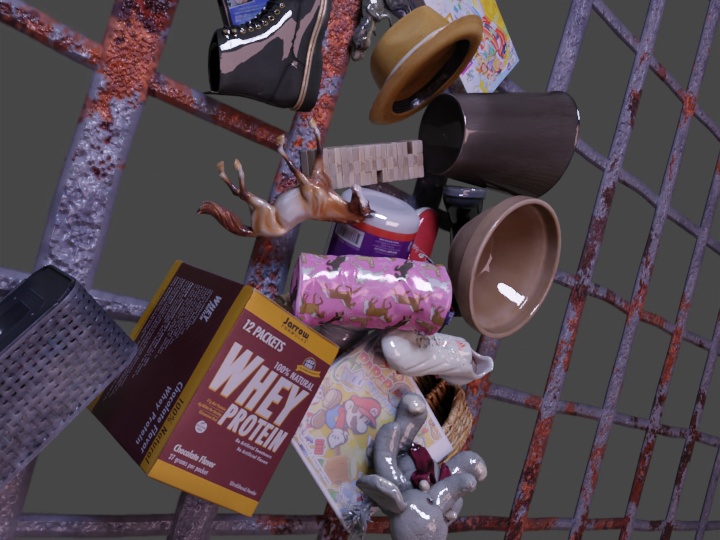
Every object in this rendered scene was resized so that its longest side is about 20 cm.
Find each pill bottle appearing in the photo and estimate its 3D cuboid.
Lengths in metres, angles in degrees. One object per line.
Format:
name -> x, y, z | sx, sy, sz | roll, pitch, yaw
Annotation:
pill bottle -> 0.000, 0.000, 0.867 | 0.111, 0.112, 0.203 | 1, 117, -39

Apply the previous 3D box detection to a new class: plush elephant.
plush elephant -> 0.074, 0.274, 0.784 | 0.199, 0.155, 0.166 | -40, 104, -13

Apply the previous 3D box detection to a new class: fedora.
fedora -> 0.074, -0.287, 0.879 | 0.199, 0.201, 0.082 | -31, 80, -31

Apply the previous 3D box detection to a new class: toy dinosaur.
toy dinosaur -> 0.037, -0.383, 0.889 | 0.087, 0.047, 0.204 | 10, 89, -33

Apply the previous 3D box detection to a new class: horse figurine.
horse figurine -> -0.095, -0.090, 0.784 | 0.197, 0.050, 0.134 | -22, 114, 12

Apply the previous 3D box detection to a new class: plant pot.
plant pot -> 0.190, -0.014, 0.922 | 0.199, 0.092, 0.204 | -19, 121, -34

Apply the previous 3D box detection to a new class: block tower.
block tower -> 0.006, -0.148, 0.900 | 0.198, 0.054, 0.059 | -16, 107, -37

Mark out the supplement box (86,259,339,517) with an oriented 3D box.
supplement box -> -0.166, 0.119, 0.713 | 0.132, 0.199, 0.199 | 39, 74, -36

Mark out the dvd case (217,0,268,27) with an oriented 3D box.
dvd case -> -0.121, -0.379, 0.775 | 0.142, 0.017, 0.203 | -27, 115, -32

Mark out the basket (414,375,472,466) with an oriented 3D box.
basket -> 0.063, 0.216, 0.957 | 0.199, 0.142, 0.151 | -37, 120, -29

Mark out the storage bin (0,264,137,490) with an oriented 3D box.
storage bin -> -0.331, 0.101, 0.614 | 0.200, 0.134, 0.094 | -48, 124, -22

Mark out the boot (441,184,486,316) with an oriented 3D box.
boot -> 0.154, -0.026, 1.003 | 0.164, 0.065, 0.204 | -11, 110, -69

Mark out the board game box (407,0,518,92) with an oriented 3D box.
board game box -> 0.164, -0.369, 1.001 | 0.135, 0.034, 0.201 | -50, 125, -21

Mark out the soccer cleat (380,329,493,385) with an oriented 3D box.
soccer cleat -> 0.102, 0.109, 0.855 | 0.199, 0.077, 0.070 | 25, 52, -46

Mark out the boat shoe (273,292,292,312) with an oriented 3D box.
boat shoe -> -0.126, 0.126, 0.837 | 0.075, 0.071, 0.204 | 11, 91, -28

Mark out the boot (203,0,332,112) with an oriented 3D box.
boot -> -0.109, -0.293, 0.746 | 0.137, 0.077, 0.204 | -3, 101, -34

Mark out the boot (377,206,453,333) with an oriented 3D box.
boot -> 0.101, 0.005, 0.948 | 0.072, 0.143, 0.203 | 30, 78, -38

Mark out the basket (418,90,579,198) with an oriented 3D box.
basket -> 0.196, -0.191, 0.960 | 0.197, 0.137, 0.182 | -1, 137, -30

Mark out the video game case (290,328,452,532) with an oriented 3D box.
video game case -> 0.006, 0.209, 0.852 | 0.181, 0.023, 0.202 | -33, 102, -14

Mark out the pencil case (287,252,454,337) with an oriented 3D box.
pencil case -> 0.010, 0.030, 0.776 | 0.196, 0.083, 0.088 | 6, 56, -12
